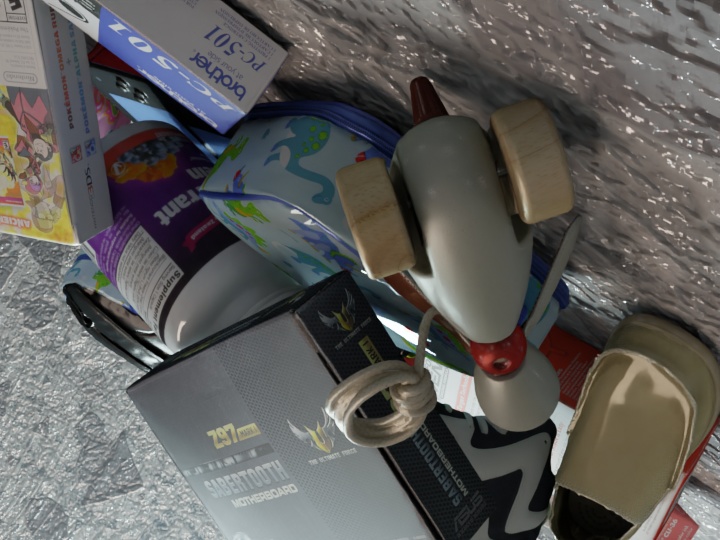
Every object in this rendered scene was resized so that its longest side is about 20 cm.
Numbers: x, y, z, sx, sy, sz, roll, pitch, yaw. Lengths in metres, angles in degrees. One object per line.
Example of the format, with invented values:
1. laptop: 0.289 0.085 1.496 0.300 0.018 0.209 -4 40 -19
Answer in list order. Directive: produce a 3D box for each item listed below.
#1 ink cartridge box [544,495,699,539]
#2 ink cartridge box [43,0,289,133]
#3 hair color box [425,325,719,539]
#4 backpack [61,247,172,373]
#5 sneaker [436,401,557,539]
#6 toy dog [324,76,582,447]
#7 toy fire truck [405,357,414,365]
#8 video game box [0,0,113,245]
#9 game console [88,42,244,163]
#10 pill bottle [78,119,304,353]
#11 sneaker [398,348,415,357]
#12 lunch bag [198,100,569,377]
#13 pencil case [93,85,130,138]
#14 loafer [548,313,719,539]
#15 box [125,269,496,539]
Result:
1. ink cartridge box: 0.187 0.188 0.972 0.199 0.068 0.117 29 -172 -15
2. ink cartridge box: -0.137 -0.154 0.585 0.200 0.044 0.094 36 172 -12
3. hair color box: 0.137 0.099 0.763 0.199 0.061 0.102 30 141 21
4. backpack: -0.178 0.036 1.014 0.199 0.155 0.163 17 163 -10
5. sneaker: 0.058 0.104 0.690 0.200 0.129 0.079 55 139 -2
6. toy dog: 0.048 -0.011 0.509 0.131 0.097 0.201 -2 138 -8
7. toy fire truck: -0.004 0.143 1.216 0.200 0.168 0.112 24 166 45
8. video game box: -0.262 -0.119 0.715 0.199 0.047 0.183 10 115 27
9. game console: -0.108 -0.094 0.827 0.176 0.031 0.200 27 169 37
10. pill bottle: -0.110 -0.005 0.755 0.200 0.111 0.111 44 175 24
11. sneaker: 0.000 0.000 0.767 0.072 0.083 0.200 21 163 51
12. lunch bag: 0.016 -0.016 0.632 0.200 0.083 0.161 37 169 -25
13. pencil case: -0.246 -0.152 0.837 0.087 0.088 0.200 30 170 19
14. loafer: 0.158 0.110 0.644 0.075 0.068 0.201 24 139 23
15. box: -0.037 0.102 0.637 0.200 0.051 0.158 -25 100 48
